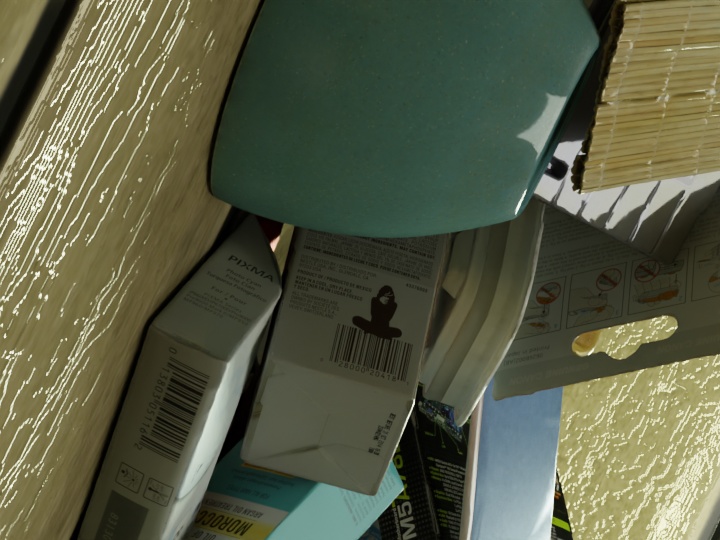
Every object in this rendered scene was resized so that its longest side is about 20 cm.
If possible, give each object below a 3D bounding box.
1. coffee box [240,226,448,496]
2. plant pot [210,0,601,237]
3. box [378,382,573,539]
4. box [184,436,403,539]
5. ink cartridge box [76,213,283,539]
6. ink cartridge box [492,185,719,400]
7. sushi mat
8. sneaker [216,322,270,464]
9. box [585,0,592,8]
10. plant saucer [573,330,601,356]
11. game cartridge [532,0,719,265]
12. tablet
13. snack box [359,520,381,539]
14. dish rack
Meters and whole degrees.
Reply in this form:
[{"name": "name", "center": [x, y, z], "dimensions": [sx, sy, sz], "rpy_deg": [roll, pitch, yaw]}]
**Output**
[{"name": "coffee box", "center": [0.000, 0.000, 1.146], "dimensions": [0.115, 0.079, 0.201], "rpy_deg": [110, -6, -56]}, {"name": "plant pot", "center": [0.034, -0.096, 1.016], "dimensions": [0.201, 0.134, 0.200], "rpy_deg": [-63, 173, -14]}, {"name": "box", "center": [0.073, 0.145, 1.401], "dimensions": [0.047, 0.194, 0.200], "rpy_deg": [-25, 153, 25]}, {"name": "box", "center": [-0.071, 0.156, 1.154], "dimensions": [0.200, 0.082, 0.049], "rpy_deg": [-44, 124, -33]}, {"name": "ink cartridge box", "center": [-0.072, 0.055, 1.128], "dimensions": [0.200, 0.047, 0.161], "rpy_deg": [-50, 164, -57]}, {"name": "ink cartridge box", "center": [0.162, -0.014, 1.195], "dimensions": [0.050, 0.161, 0.201], "rpy_deg": [47, 41, -41]}, {"name": "sushi mat", "center": [0.176, -0.092, 1.076], "dimensions": [0.199, 0.012, 0.096], "rpy_deg": [-10, 122, -46]}, {"name": "sneaker", "center": [-0.037, 0.115, 1.275], "dimensions": [0.076, 0.115, 0.201], "rpy_deg": [-6, -128, 57]}, {"name": "box", "center": [0.142, -0.249, 1.272], "dimensions": [0.201, 0.127, 0.109], "rpy_deg": [-63, 166, 0]}, {"name": "plant saucer", "center": [0.086, -0.071, 1.349], "dimensions": [0.048, 0.200, 0.201], "rpy_deg": [-24, -144, 50]}, {"name": "game cartridge", "center": [0.163, -0.112, 1.105], "dimensions": [0.129, 0.038, 0.201], "rpy_deg": [23, 97, -46]}, {"name": "tablet", "center": [0.088, 0.142, 1.297], "dimensions": [0.130, 0.014, 0.201], "rpy_deg": [8, 86, -63]}, {"name": "snack box", "center": [-0.037, 0.184, 1.373], "dimensions": [0.068, 0.168, 0.200], "rpy_deg": [-63, 175, 29]}, {"name": "dish rack", "center": [0.069, -0.031, 1.196], "dimensions": [0.172, 0.043, 0.201], "rpy_deg": [111, -7, -62]}]
